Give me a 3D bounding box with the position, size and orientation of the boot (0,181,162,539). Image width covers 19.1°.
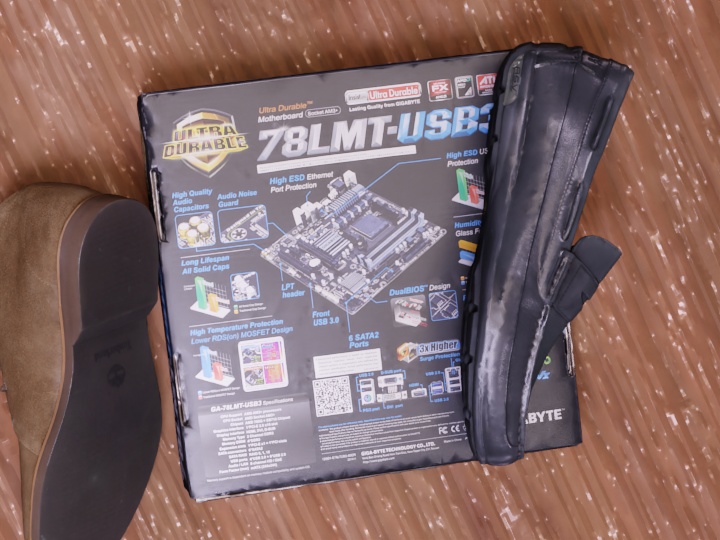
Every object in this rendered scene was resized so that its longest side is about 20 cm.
[{"bbox_3d":[-0.145,0.054,1.037,0.075,0.074,0.201,17,108,35],"label":"boot"}]

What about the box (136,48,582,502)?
[{"bbox_3d":[0.000,0.000,1.050,0.199,0.050,0.199,-8,93,-8],"label":"box"}]

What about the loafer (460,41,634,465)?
[{"bbox_3d":[0.087,-0.006,1.005,0.070,0.068,0.201,8,88,0],"label":"loafer"}]
